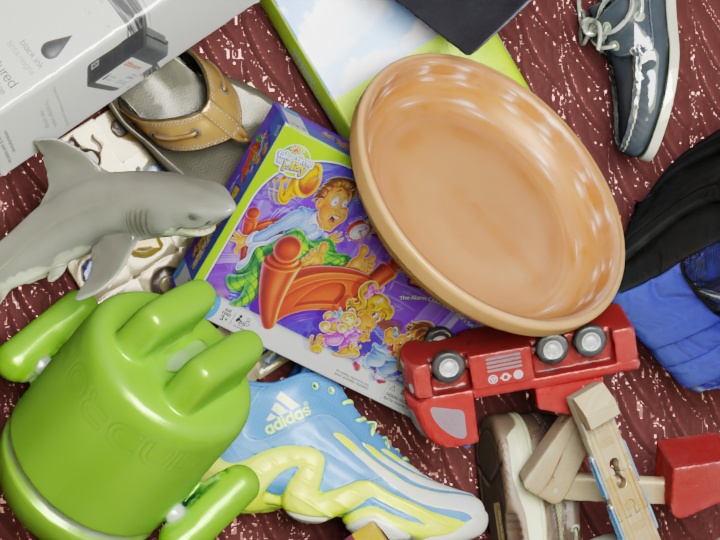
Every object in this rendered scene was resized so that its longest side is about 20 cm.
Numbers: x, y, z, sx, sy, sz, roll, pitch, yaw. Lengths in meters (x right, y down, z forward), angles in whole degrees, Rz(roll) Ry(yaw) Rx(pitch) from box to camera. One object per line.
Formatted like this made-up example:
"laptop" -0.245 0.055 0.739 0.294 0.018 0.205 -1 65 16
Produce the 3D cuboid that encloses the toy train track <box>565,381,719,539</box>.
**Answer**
"toy train track" 0.178 0.164 1.427 0.114 0.033 0.201 -27 102 -23

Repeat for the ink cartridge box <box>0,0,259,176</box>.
"ink cartridge box" -0.184 -0.179 1.406 0.200 0.084 0.145 -36 73 -10

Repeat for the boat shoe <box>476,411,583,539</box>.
"boat shoe" 0.126 0.193 1.510 0.074 0.075 0.203 -5 91 -18

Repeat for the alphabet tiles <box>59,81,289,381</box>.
"alphabet tiles" -0.105 -0.022 1.489 0.166 0.006 0.200 -33 98 -10

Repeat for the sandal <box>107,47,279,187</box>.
"sandal" -0.112 -0.112 1.452 0.200 0.055 0.082 44 80 -3

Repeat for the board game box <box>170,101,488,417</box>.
"board game box" 0.000 0.000 1.457 0.199 0.045 0.135 26 104 -20

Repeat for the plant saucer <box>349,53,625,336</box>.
"plant saucer" 0.074 -0.043 1.420 0.200 0.037 0.201 22 47 -26

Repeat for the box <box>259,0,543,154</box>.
"box" 0.024 -0.143 1.495 0.122 0.048 0.200 -33 98 -11

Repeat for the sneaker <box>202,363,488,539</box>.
"sneaker" -0.009 0.114 1.477 0.199 0.076 0.106 10 88 -12

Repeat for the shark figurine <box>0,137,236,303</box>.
"shark figurine" -0.192 -0.030 1.396 0.214 0.128 0.090 -26 117 -5

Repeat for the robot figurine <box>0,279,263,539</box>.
"robot figurine" -0.144 0.094 1.399 0.175 0.116 0.200 45 122 7

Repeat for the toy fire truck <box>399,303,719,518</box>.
"toy fire truck" 0.131 0.095 1.459 0.199 0.049 0.142 -10 110 -3

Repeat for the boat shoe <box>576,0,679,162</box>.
"boat shoe" 0.176 -0.172 1.516 0.062 0.075 0.201 5 88 -14

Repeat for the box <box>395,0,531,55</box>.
"box" 0.053 -0.278 1.425 0.200 0.117 0.197 36 51 -12

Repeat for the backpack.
"backpack" 0.260 -0.003 1.469 0.168 0.200 0.163 51 48 -11

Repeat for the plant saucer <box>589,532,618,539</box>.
"plant saucer" 0.169 0.271 1.485 0.200 0.050 0.201 -9 104 -40

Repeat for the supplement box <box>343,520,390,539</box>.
"supplement box" -0.030 0.273 1.416 0.200 0.131 0.103 -33 138 -1
